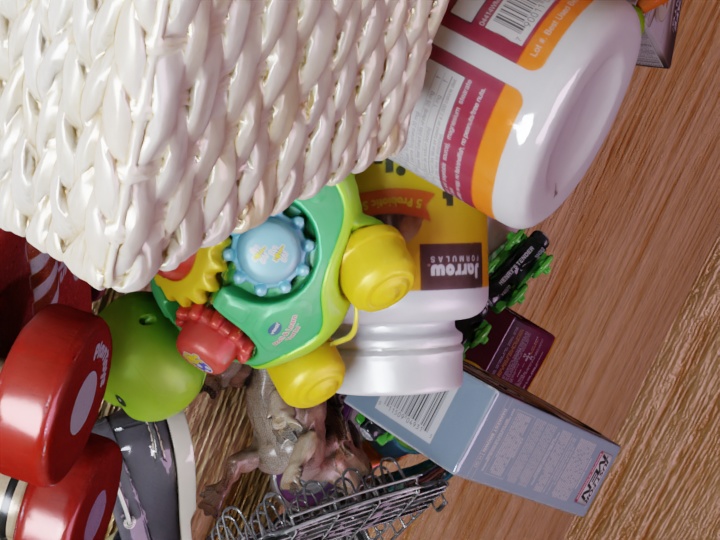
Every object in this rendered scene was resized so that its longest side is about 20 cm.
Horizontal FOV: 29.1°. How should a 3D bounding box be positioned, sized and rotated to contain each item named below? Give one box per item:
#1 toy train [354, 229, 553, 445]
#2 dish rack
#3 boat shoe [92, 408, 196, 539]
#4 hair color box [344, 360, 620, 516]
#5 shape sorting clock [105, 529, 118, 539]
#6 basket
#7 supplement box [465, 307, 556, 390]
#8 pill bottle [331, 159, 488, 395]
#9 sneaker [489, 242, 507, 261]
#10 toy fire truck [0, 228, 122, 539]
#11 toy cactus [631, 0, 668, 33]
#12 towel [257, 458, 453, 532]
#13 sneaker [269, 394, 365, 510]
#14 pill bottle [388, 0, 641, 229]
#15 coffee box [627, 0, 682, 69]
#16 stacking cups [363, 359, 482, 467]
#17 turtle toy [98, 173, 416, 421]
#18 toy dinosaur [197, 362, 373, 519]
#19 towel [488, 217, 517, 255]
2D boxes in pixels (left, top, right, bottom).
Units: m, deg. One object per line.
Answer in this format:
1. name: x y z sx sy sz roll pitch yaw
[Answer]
1. toy train: 0.067 0.047 1.005 0.200 0.042 0.056 -47 179 -13
2. dish rack: -0.035 0.166 0.874 0.152 0.055 0.200 -15 158 -26
3. boat shoe: -0.135 0.166 0.832 0.062 0.073 0.203 -9 121 -23
4. hair color box: 0.087 0.104 0.934 0.199 0.098 0.061 28 91 -54
5. shape sorting clock: -0.181 0.248 0.901 0.200 0.039 0.201 -50 159 -27
6. basket: -0.065 -0.134 0.456 0.198 0.160 0.202 -31 145 -52
7. supplement box: 0.090 0.060 1.205 0.086 0.110 0.200 -60 161 3
8. pill bottle: 0.016 -0.037 0.761 0.109 0.108 0.204 -5 94 -67
9. sneaker: 0.081 -0.035 1.099 0.084 0.074 0.199 -62 161 20
10. toy fire truck: -0.144 0.025 0.588 0.201 0.111 0.169 98 10 -50
11. toy cactus: 0.107 -0.181 0.887 0.165 0.102 0.200 39 94 -32
12. towel: -0.019 0.188 1.082 0.198 0.022 0.146 -25 177 26
13. sneaker: -0.016 0.094 1.082 0.201 0.074 0.100 -56 -177 -16
14. pill bottle: 0.017 -0.111 0.630 0.110 0.199 0.110 -48 158 -27
15. coffee box: 0.194 -0.233 1.041 0.200 0.079 0.116 13 88 -71
16. stacking cups: 0.030 0.128 1.115 0.061 0.061 0.200 -45 -174 -36
17. turtle toy: -0.068 0.000 0.701 0.100 0.147 0.201 -2 139 -41
18. toy dinosaur: -0.049 0.084 0.945 0.136 0.085 0.203 -52 146 -52
19. towel: 0.083 -0.103 0.990 0.191 0.032 0.203 -37 133 -46
